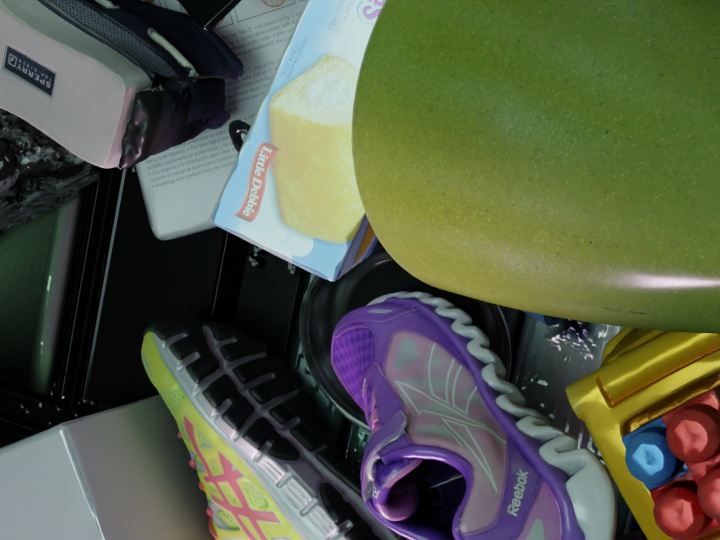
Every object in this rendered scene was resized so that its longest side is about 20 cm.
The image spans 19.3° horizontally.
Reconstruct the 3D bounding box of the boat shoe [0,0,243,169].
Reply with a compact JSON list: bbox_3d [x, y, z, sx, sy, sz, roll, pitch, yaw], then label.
[{"bbox_3d":[-0.152,-0.119,1.082,0.200,0.093,0.075,37,124,25],"label":"boat shoe"}]

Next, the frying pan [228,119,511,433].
[{"bbox_3d":[-0.007,0.014,1.095,0.190,0.031,0.115,34,120,6],"label":"frying pan"}]

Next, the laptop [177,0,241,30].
[{"bbox_3d":[-0.083,-0.253,1.041,0.177,0.103,0.200,-44,51,6],"label":"laptop"}]

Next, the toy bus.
[{"bbox_3d":[0.184,0.100,0.953,0.136,0.192,0.200,-30,86,23],"label":"toy bus"}]

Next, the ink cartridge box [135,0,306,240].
[{"bbox_3d":[-0.037,-0.124,1.098,0.200,0.045,0.176,-15,92,24],"label":"ink cartridge box"}]

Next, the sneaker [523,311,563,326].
[{"bbox_3d":[0.096,-0.077,1.039,0.078,0.070,0.200,21,102,29],"label":"sneaker"}]

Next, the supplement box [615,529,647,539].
[{"bbox_3d":[0.098,0.210,0.940,0.131,0.200,0.103,-21,102,3],"label":"supplement box"}]

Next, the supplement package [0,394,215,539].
[{"bbox_3d":[-0.189,0.159,1.164,0.200,0.120,0.121,-21,87,25],"label":"supplement package"}]

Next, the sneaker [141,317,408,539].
[{"bbox_3d":[-0.059,0.113,1.126,0.200,0.078,0.090,51,120,12],"label":"sneaker"}]

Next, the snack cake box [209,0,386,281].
[{"bbox_3d":[0.009,-0.103,0.991,0.067,0.115,0.200,26,101,6],"label":"snack cake box"}]

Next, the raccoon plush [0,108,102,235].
[{"bbox_3d":[-0.234,-0.084,1.171,0.200,0.097,0.134,-30,77,25],"label":"raccoon plush"}]

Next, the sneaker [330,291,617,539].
[{"bbox_3d":[0.032,0.080,1.002,0.200,0.088,0.081,45,140,44],"label":"sneaker"}]

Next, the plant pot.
[{"bbox_3d":[0.130,-0.048,0.880,0.200,0.187,0.187,27,109,47],"label":"plant pot"}]
